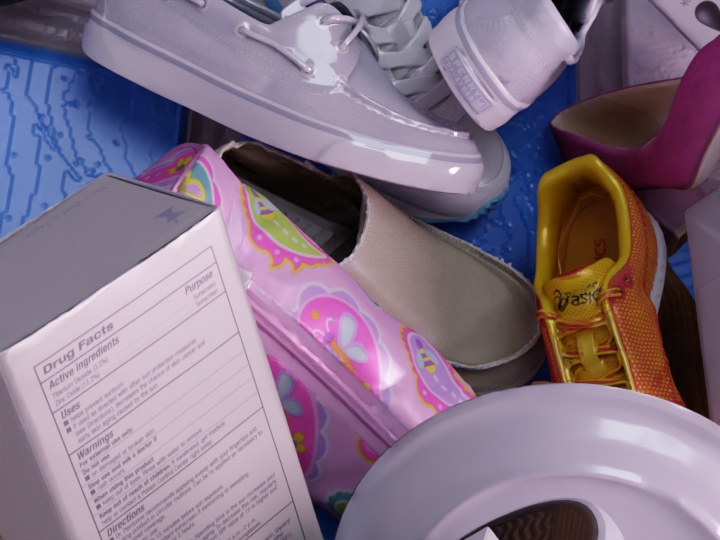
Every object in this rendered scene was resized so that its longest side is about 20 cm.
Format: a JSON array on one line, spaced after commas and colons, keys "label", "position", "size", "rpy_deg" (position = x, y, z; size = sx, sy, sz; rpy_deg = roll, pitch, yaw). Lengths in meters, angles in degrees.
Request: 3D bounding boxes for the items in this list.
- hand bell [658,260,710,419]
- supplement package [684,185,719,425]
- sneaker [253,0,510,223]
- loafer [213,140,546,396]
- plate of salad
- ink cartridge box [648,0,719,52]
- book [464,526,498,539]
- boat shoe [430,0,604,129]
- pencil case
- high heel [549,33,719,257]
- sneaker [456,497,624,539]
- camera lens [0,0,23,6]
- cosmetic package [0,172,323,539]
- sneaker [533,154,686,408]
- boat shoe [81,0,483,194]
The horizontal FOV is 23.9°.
[{"label": "hand bell", "position": [0.158, 0.075, 0.798], "size": [0.103, 0.105, 0.202], "rpy_deg": [4, 51, -17]}, {"label": "supplement package", "position": [0.262, 0.019, 0.751], "size": [0.198, 0.121, 0.121], "rpy_deg": [11, 62, -25]}, {"label": "sneaker", "position": [0.002, -0.108, 0.827], "size": [0.076, 0.081, 0.200], "rpy_deg": [-38, 82, -32]}, {"label": "loafer", "position": [0.000, 0.000, 0.778], "size": [0.198, 0.068, 0.076], "rpy_deg": [20, 59, -9]}, {"label": "plate of salad", "position": [0.086, 0.129, 0.687], "size": [0.198, 0.201, 0.048], "rpy_deg": [26, 27, -5]}, {"label": "ink cartridge box", "position": [0.229, -0.145, 0.804], "size": [0.200, 0.146, 0.084], "rpy_deg": [42, 23, -8]}, {"label": "book", "position": [-0.003, 0.196, 0.595], "size": [0.134, 0.199, 0.048], "rpy_deg": [57, 18, -4]}, {"label": "boat shoe", "position": [0.085, -0.127, 0.814], "size": [0.072, 0.068, 0.200], "rpy_deg": [58, 22, -4]}, {"label": "pencil case", "position": [-0.029, 0.034, 0.714], "size": [0.200, 0.087, 0.088], "rpy_deg": [44, 57, -14]}, {"label": "high heel", "position": [0.138, -0.082, 0.791], "size": [0.067, 0.200, 0.096], "rpy_deg": [-43, 75, -13]}, {"label": "sneaker", "position": [0.046, 0.166, 0.652], "size": [0.084, 0.200, 0.073], "rpy_deg": [31, 28, -21]}, {"label": "camera lens", "position": [-0.189, -0.235, 0.778], "size": [0.158, 0.160, 0.202], "rpy_deg": [1, 63, -18]}, {"label": "cosmetic package", "position": [-0.082, 0.079, 0.637], "size": [0.103, 0.202, 0.073], "rpy_deg": [-34, 34, -32]}, {"label": "sneaker", "position": [0.104, 0.043, 0.754], "size": [0.077, 0.072, 0.202], "rpy_deg": [36, 39, -48]}, {"label": "boat shoe", "position": [-0.030, -0.095, 0.777], "size": [0.198, 0.069, 0.072], "rpy_deg": [25, 13, 16]}]
